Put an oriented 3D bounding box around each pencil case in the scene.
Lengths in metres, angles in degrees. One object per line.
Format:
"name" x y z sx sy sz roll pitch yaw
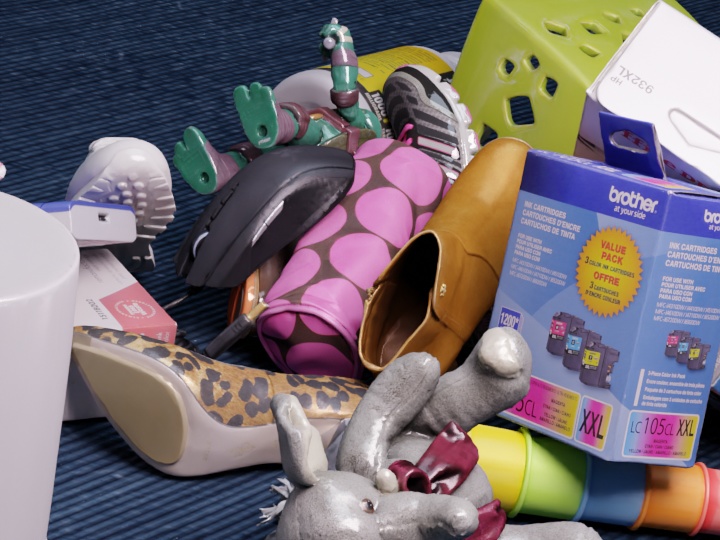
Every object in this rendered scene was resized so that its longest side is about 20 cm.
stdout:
"pencil case" 0.000 0.000 1.654 0.091 0.094 0.200 16 43 16

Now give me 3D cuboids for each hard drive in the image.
"hard drive" -0.257 -0.023 1.532 0.200 0.025 0.132 -4 -1 12

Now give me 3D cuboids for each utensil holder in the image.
"utensil holder" -0.239 0.070 1.300 0.170 0.200 0.170 10 23 -4

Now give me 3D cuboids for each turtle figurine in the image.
"turtle figurine" -0.039 -0.105 1.748 0.101 0.150 0.200 43 28 17

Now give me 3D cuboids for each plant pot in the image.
"plant pot" 0.191 -0.094 1.878 0.200 0.199 0.181 -9 38 -39

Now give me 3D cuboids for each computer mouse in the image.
"computer mouse" -0.081 -0.015 1.603 0.200 0.046 0.140 -38 31 -3

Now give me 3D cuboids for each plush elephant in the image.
"plush elephant" 0.018 0.135 1.333 0.200 0.165 0.155 -13 4 15

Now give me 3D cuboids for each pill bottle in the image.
"pill bottle" 0.021 -0.120 1.949 0.112 0.113 0.200 26 28 30

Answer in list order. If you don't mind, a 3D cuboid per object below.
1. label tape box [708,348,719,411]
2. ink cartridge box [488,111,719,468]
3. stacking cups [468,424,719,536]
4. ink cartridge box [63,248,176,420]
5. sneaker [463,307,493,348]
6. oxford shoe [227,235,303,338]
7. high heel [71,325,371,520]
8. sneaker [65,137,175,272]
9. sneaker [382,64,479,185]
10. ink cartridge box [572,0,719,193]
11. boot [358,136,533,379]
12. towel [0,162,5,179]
"label tape box" 0.218 0.039 1.668 0.200 0.066 0.143 31 -3 42
"ink cartridge box" 0.156 0.007 1.490 0.076 0.200 0.136 8 7 -39
"stacking cups" 0.152 0.138 1.516 0.200 0.061 0.061 12 23 -11
"ink cartridge box" -0.232 0.043 1.527 0.200 0.068 0.116 -5 28 -31
"sneaker" 0.087 0.046 1.677 0.115 0.075 0.200 1 17 -8
"oxford shoe" -0.048 0.000 1.708 0.073 0.071 0.200 17 23 2
"high heel" -0.079 0.073 1.511 0.200 0.071 0.143 33 34 7
"sneaker" -0.167 -0.059 1.644 0.076 0.081 0.200 5 -17 -11
"sneaker" 0.043 -0.064 1.809 0.087 0.074 0.200 -9 69 -21
"ink cartridge box" 0.220 -0.073 1.576 0.145 0.084 0.200 35 -13 10
"boot" 0.061 -0.011 1.577 0.071 0.201 0.144 21 -9 15
"towel" -0.354 -0.037 1.621 0.200 0.030 0.146 -9 -6 -39
